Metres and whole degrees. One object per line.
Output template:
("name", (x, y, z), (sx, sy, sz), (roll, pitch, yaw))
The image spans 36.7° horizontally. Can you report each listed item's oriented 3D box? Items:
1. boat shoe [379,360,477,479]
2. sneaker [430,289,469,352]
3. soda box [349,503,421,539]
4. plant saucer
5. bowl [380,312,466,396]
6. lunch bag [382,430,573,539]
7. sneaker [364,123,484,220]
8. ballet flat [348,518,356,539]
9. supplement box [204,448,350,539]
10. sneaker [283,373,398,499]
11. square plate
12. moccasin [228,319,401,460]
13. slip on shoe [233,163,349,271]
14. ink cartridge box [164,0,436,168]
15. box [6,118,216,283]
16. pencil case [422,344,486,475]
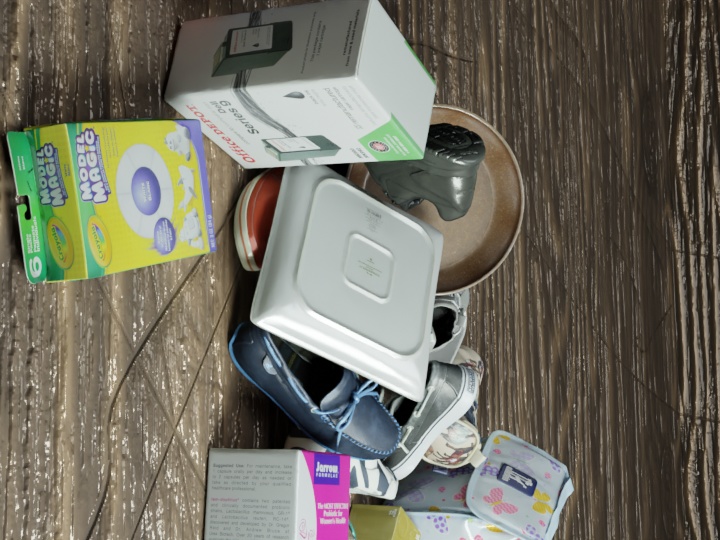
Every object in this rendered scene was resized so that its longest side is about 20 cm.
("boat shoe", (0.049, 0.166, 1.199), (0.067, 0.199, 0.074), (19, 49, -22))
("sneaker", (0.085, 0.057, 1.186), (0.200, 0.081, 0.076), (-35, 118, -58))
("soda box", (0.005, 0.357, 1.171), (0.068, 0.063, 0.201), (59, 38, -42))
("plant saucer", (0.076, -0.075, 1.162), (0.037, 0.198, 0.203), (-160, -116, -79))
("bowl", (0.050, 0.037, 1.287), (0.200, 0.074, 0.202), (-55, 134, -52))
("lunch bag", (0.143, 0.281, 1.303), (0.170, 0.198, 0.128), (-47, 128, -54))
("sneaker", (0.033, -0.111, 1.064), (0.075, 0.199, 0.092), (-23, 130, -35))
("ballet flat", (-0.023, 0.284, 1.056), (0.067, 0.200, 0.069), (-19, 124, -21))
("supplement box", (-0.077, 0.265, 0.982), (0.101, 0.102, 0.203), (21, 67, -60))
("sneaker", (-0.010, 0.166, 1.147), (0.199, 0.079, 0.131), (30, 66, -51))
("square plate", (0.000, 0.000, 1.048), (0.199, 0.028, 0.200), (28, 55, -26))
("moccasin", (-0.036, 0.117, 1.029), (0.199, 0.068, 0.081), (34, 53, -20))
("slip on shoe", (-0.068, -0.069, 1.081), (0.200, 0.061, 0.075), (-54, 135, -50))
("ink cartridge box", (-0.052, -0.162, 0.974), (0.146, 0.198, 0.085), (40, 55, -54))
("box", (-0.192, -0.059, 0.854), (0.199, 0.048, 0.119), (-18, 102, -61))
("pencil case", (0.112, 0.164, 1.336), (0.089, 0.078, 0.200), (43, 22, -11))
